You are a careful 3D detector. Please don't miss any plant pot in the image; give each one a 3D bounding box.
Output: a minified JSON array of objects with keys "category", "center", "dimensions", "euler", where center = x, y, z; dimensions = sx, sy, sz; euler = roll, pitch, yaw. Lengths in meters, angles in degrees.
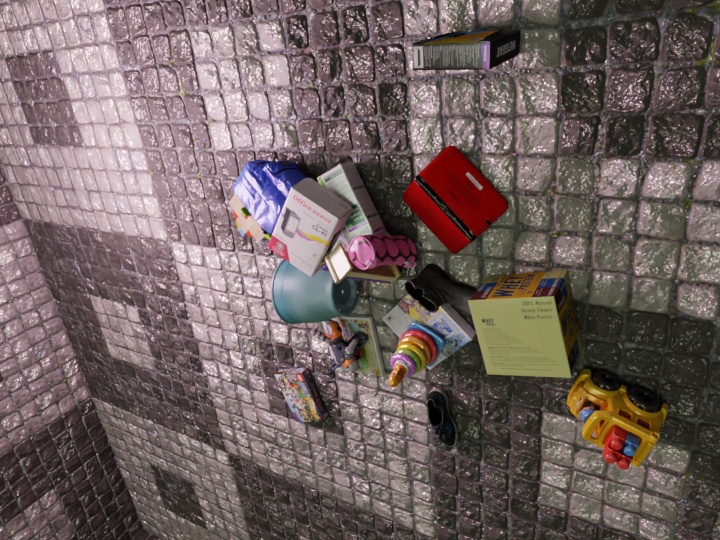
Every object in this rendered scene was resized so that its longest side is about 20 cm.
[{"category":"plant pot","center":[-0.115,0.055,1.464],"dimensions":[0.187,0.200,0.201],"euler":[0,114,34]}]

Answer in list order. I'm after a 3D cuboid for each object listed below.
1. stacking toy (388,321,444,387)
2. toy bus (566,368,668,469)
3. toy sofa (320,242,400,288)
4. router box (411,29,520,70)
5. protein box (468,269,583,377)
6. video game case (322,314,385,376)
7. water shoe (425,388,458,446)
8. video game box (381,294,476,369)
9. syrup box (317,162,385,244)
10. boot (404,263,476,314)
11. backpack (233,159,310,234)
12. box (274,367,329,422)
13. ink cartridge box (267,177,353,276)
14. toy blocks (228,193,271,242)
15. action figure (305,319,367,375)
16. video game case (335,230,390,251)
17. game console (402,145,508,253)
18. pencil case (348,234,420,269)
[{"category":"stacking toy","center":[0.121,0.234,1.346],"dimensions":[0.110,0.200,0.116],"euler":[31,130,16]},{"category":"toy bus","center":[0.562,0.345,1.178],"dimensions":[0.199,0.192,0.136],"euler":[26,127,22]},{"category":"toy sofa","center":[0.000,0.000,1.352],"dimensions":[0.098,0.199,0.083],"euler":[-45,56,31]},{"category":"router box","center":[0.206,-0.422,1.001],"dimensions":[0.149,0.200,0.051],"euler":[11,122,27]},{"category":"protein box","center":[0.384,0.123,1.213],"dimensions":[0.198,0.135,0.201],"euler":[-6,111,36]},{"category":"video game case","center":[-0.023,0.227,1.613],"dimensions":[0.181,0.023,0.201],"euler":[1,113,33]},{"category":"water shoe","center":[0.227,0.441,1.523],"dimensions":[0.071,0.079,0.201],"euler":[-5,111,35]},{"category":"video game box","center":[0.182,0.148,1.420],"dimensions":[0.200,0.047,0.182],"euler":[47,133,3]},{"category":"syrup box","center":[-0.021,-0.168,1.343],"dimensions":[0.079,0.081,0.201],"euler":[-24,92,28]},{"category":"boot","center":[0.211,0.073,1.304],"dimensions":[0.200,0.132,0.070],"euler":[32,127,16]},{"category":"backpack","center":[-0.230,-0.220,1.430],"dimensions":[0.200,0.162,0.168],"euler":[45,116,20]},{"category":"box","center":[-0.206,0.437,1.834],"dimensions":[0.136,0.038,0.201],"euler":[-11,107,37]},{"category":"ink cartridge box","center":[-0.130,-0.107,1.319],"dimensions":[0.147,0.086,0.200],"euler":[34,128,7]},{"category":"toy blocks","center":[-0.331,-0.156,1.581],"dimensions":[0.200,0.100,0.137],"euler":[54,142,-1]},{"category":"action figure","center":[-0.079,0.239,1.578],"dimensions":[0.194,0.104,0.200],"euler":[46,128,17]},{"category":"video game case","center":[-0.030,-0.085,1.451],"dimensions":[0.182,0.024,0.200],"euler":[43,130,8]},{"category":"game console","center":[0.220,-0.164,1.247],"dimensions":[0.172,0.119,0.200],"euler":[-43,87,9]},{"category":"pencil case","center":[0.061,-0.043,1.298],"dimensions":[0.091,0.200,0.094],"euler":[-37,70,36]}]
